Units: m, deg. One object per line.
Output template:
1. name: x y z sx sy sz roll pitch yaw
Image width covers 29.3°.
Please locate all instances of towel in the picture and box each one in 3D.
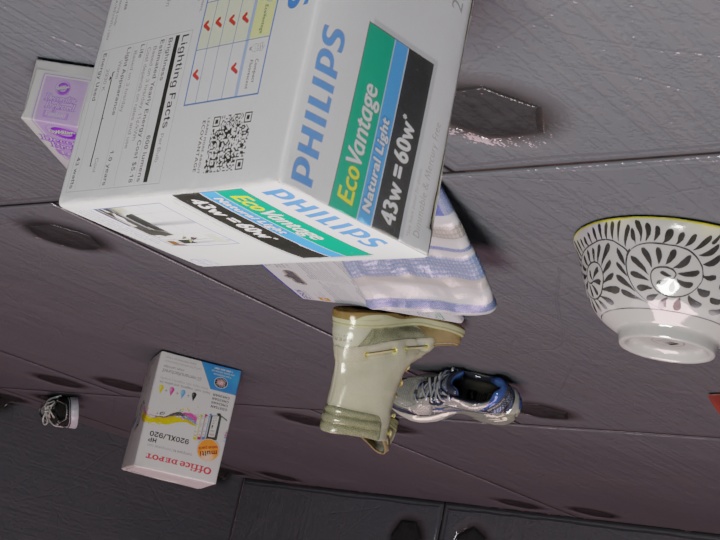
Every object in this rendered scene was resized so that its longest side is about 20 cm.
1. towel: 0.039 -0.019 1.316 0.147 0.024 0.200 3 146 26

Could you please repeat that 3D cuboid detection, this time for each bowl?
1. bowl: 0.288 0.029 1.262 0.200 0.094 0.201 11 164 3

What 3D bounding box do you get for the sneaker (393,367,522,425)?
1. sneaker: 0.127 0.169 1.968 0.200 0.077 0.085 -1 151 19

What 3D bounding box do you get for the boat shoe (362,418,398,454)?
1. boat shoe: 0.009 0.272 2.418 0.073 0.063 0.201 6 164 23

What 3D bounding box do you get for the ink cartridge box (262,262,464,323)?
1. ink cartridge box: 0.000 0.000 1.485 0.200 0.043 0.196 9 166 19

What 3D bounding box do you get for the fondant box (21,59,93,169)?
1. fondant box: -0.192 -0.109 1.208 0.144 0.058 0.200 10 164 10

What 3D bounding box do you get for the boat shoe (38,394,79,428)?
1. boat shoe: -0.683 0.317 3.109 0.068 0.074 0.199 3 179 -25

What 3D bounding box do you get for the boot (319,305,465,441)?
1. boot: 0.037 0.123 1.632 0.200 0.155 0.072 6 -177 -44

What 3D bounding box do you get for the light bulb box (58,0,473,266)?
1. light bulb box: -0.053 -0.114 0.813 0.200 0.199 0.125 -1 162 44

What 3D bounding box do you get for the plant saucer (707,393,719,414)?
1. plant saucer: 0.580 0.198 1.758 0.199 0.037 0.200 22 161 -33

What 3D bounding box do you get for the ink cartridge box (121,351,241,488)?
1. ink cartridge box: -0.306 0.259 2.356 0.147 0.200 0.145 16 165 -14
